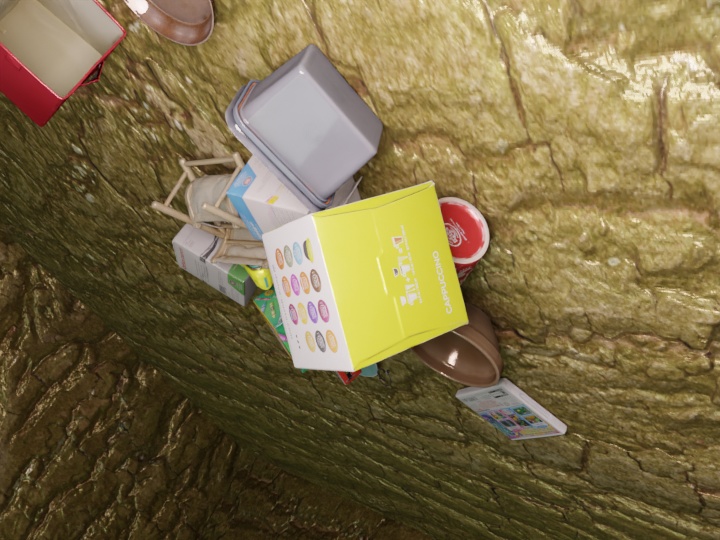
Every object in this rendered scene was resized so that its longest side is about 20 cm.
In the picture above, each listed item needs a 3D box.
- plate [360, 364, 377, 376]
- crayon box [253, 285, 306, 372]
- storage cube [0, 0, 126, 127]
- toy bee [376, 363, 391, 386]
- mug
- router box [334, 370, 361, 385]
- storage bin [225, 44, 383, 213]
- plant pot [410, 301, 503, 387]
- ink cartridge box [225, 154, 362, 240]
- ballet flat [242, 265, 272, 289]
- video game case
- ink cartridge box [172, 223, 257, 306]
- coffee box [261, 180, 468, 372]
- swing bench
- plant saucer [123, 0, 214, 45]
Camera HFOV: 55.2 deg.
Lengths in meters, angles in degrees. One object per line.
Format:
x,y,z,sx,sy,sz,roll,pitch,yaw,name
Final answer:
-0.035,0.201,1.747,0.197,0.026,0.202,27,154,15,plate
-0.154,0.119,1.447,0.120,0.058,0.200,60,169,-22,crayon box
-0.530,-0.377,1.149,0.200,0.173,0.178,44,152,-24,storage cube
0.017,0.131,1.469,0.129,0.108,0.203,-13,110,51,toy bee
0.096,-0.025,1.082,0.174,0.136,0.201,24,151,-5,mug
-0.092,0.132,1.525,0.200,0.048,0.181,46,168,45,router box
-0.064,-0.209,0.970,0.133,0.147,0.200,-30,118,31,storage bin
0.183,0.121,1.279,0.197,0.094,0.202,26,154,13,plant pot
-0.096,-0.116,1.149,0.196,0.130,0.126,18,151,30,ink cartridge box
-0.223,-0.012,1.460,0.200,0.065,0.068,45,156,62,ballet flat
0.327,0.309,1.519,0.180,0.024,0.200,37,153,-9,video game case
-0.338,-0.022,1.640,0.197,0.085,0.147,31,154,5,ink cartridge box
0.003,0.010,0.965,0.196,0.196,0.205,-10,96,62,coffee box
-0.267,-0.113,1.359,0.196,0.132,0.200,5,148,43,swing bench
-0.279,-0.410,0.963,0.197,0.035,0.202,27,153,15,plant saucer
